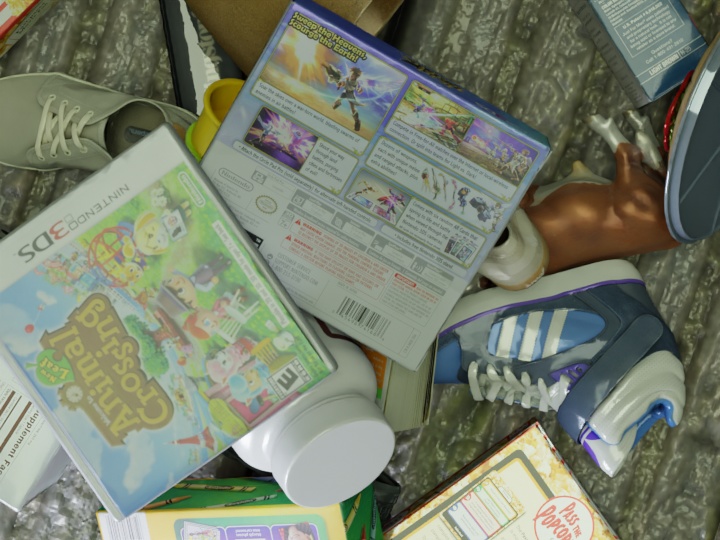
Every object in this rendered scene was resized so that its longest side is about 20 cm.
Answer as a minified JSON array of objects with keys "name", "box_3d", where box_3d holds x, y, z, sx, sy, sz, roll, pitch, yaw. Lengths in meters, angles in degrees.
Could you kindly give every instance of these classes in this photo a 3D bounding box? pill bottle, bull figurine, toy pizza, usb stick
[{"name":"pill bottle","box_3d":[-0.060,0.066,1.601,0.113,0.113,0.200,-37,52,2]},{"name":"bull figurine","box_3d":[0.141,-0.045,1.682,0.199,0.065,0.122,-12,89,2]},{"name":"toy pizza","box_3d":[0.259,-0.115,1.623,0.032,0.200,0.201,25,92,25]},{"name":"usb stick","box_3d":[-0.114,-0.148,1.702,0.055,0.033,0.201,-9,90,2]}]

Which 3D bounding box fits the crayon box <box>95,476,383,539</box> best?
[{"name":"crayon box","box_3d":[-0.082,0.213,1.649,0.199,0.058,0.119,-4,107,23]}]

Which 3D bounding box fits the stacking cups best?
[{"name":"stacking cups","box_3d":[-0.118,-0.045,1.640,0.060,0.061,0.200,30,130,1]}]

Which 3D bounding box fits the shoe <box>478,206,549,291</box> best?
[{"name":"shoe","box_3d":[0.061,-0.062,1.643,0.070,0.053,0.200,-50,54,7]}]

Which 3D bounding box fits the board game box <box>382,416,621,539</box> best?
[{"name":"board game box","box_3d":[0.093,0.228,1.697,0.200,0.046,0.152,-35,90,2]}]

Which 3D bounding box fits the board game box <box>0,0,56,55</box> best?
[{"name":"board game box","box_3d":[-0.317,-0.215,1.685,0.200,0.046,0.152,-45,84,2]}]

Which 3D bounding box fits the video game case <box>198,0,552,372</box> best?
[{"name":"video game case","box_3d":[-0.002,-0.059,1.539,0.200,0.045,0.182,30,106,-6]}]

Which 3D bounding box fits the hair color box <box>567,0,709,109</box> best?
[{"name":"hair color box","box_3d":[0.176,-0.218,1.661,0.060,0.100,0.200,-33,90,1]}]

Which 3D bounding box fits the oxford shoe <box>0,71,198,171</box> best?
[{"name":"oxford shoe","box_3d":[-0.209,-0.105,1.682,0.199,0.058,0.075,10,97,15]}]

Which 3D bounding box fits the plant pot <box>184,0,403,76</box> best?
[{"name":"plant pot","box_3d":[-0.068,-0.236,1.625,0.200,0.186,0.187,37,92,2]}]

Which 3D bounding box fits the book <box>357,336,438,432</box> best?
[{"name":"book","box_3d":[0.000,0.000,1.642,0.048,0.133,0.201,-6,110,-41]}]

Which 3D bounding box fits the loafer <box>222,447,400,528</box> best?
[{"name":"loafer","box_3d":[-0.056,0.119,1.677,0.200,0.068,0.070,39,110,9]}]

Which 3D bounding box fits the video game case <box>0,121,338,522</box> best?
[{"name":"video game case","box_3d":[-0.144,0.035,1.515,0.182,0.022,0.200,-35,90,5]}]

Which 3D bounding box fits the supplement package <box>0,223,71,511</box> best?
[{"name":"supplement package","box_3d":[-0.274,0.048,1.629,0.200,0.191,0.147,33,91,0]}]

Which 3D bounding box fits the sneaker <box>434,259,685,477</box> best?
[{"name":"sneaker","box_3d":[0.134,0.086,1.645,0.200,0.081,0.147,-18,65,-1]}]
